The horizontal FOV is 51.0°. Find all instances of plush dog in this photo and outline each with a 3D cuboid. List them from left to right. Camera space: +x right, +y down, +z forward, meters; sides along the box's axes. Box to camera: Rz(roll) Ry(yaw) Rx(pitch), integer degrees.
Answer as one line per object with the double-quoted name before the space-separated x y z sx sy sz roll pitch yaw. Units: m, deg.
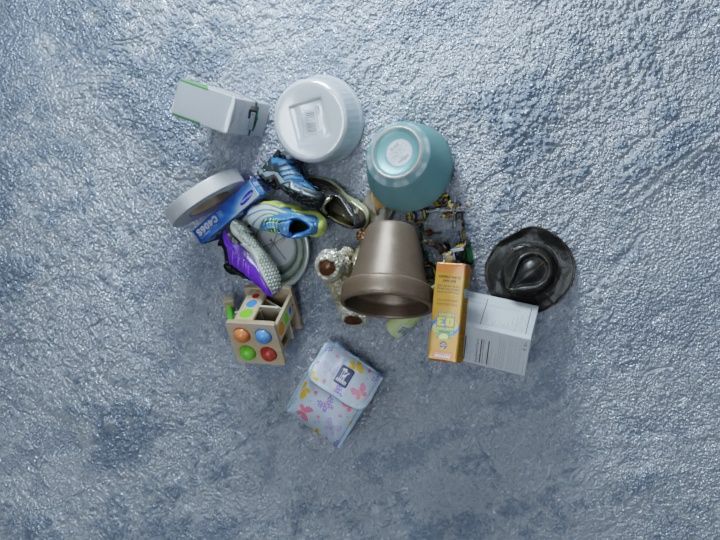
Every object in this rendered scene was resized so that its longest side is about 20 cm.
"plush dog" 0.000 0.000 1.726 0.170 0.161 0.202 -26 111 3

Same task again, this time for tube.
"tube" 0.134 0.079 1.698 0.052 0.058 0.200 33 130 -14

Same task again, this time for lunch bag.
"lunch bag" -0.059 0.287 1.793 0.168 0.127 0.202 34 102 6

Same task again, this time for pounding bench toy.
"pounding bench toy" -0.262 0.132 1.789 0.196 0.157 0.126 1 128 18

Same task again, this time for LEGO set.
"LEGO set" 0.172 -0.062 1.649 0.151 0.116 0.204 0 100 18

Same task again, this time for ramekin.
"ramekin" -0.099 -0.336 1.695 0.197 0.098 0.204 4 102 18

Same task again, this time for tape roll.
"tape roll" -0.362 -0.169 1.760 0.201 0.203 0.037 -33 91 21

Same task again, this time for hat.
"hat" 0.360 0.009 1.622 0.197 0.081 0.205 4 103 17

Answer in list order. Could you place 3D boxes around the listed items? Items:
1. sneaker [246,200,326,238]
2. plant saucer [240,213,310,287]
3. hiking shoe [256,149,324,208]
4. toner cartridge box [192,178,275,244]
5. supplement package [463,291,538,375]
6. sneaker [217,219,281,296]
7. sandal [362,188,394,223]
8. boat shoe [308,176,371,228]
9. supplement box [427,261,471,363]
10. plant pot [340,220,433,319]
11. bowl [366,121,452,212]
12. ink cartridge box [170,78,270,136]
"sneaker" -0.178 -0.115 1.707 0.196 0.105 0.077 5 99 14
"plant saucer" -0.206 -0.057 1.810 0.196 0.050 0.204 4 102 18
"hiking shoe" -0.150 -0.213 1.718 0.198 0.074 0.087 31 83 30
"toner cartridge box" -0.302 -0.142 1.801 0.199 0.095 0.043 -37 89 21
"supplement package" 0.275 0.131 1.642 0.197 0.114 0.111 13 131 16
"sneaker" -0.268 -0.012 1.780 0.099 0.069 0.202 -38 80 23
"sandal" 0.062 -0.180 1.696 0.080 0.054 0.201 38 109 7
"boat shoe" -0.067 -0.157 1.723 0.198 0.064 0.074 29 115 24
"supplement box" 0.184 0.087 1.557 0.065 0.069 0.204 4 89 17
"plant pot" 0.063 -0.006 1.601 0.197 0.200 0.178 1 72 18
"bowl" 0.090 -0.237 1.615 0.197 0.105 0.205 -4 78 20
"ink cartridge box" -0.311 -0.364 1.705 0.144 0.200 0.086 21 103 12
